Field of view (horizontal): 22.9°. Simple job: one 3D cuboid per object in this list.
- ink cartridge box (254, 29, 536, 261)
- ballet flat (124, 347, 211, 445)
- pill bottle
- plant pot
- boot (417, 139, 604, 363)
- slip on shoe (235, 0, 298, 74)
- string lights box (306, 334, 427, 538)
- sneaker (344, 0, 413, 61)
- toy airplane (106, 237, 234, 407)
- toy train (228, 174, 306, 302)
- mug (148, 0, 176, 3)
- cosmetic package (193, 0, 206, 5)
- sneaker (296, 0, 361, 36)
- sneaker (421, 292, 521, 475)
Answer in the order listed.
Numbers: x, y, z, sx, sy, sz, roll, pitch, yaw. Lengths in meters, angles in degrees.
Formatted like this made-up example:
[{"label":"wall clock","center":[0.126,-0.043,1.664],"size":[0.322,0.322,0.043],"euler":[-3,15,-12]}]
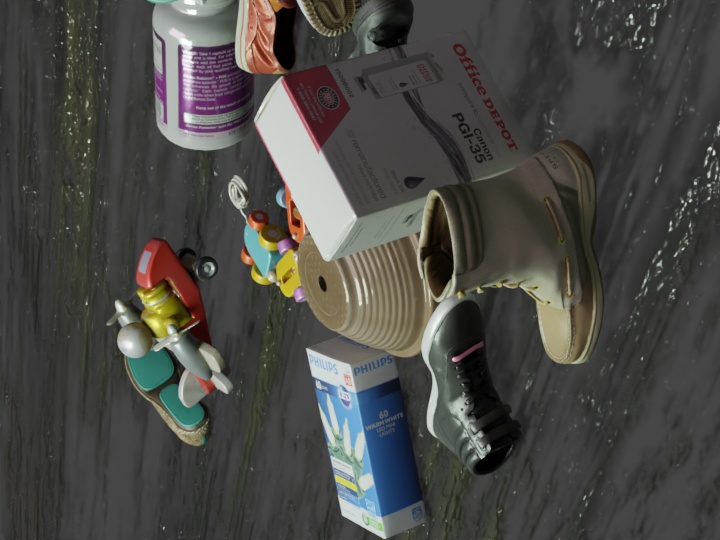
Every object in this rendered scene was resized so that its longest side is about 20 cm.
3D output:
[{"label":"ink cartridge box","center":[0.032,-0.112,1.537],"size":[0.147,0.199,0.083],"euler":[62,148,16]},{"label":"ballet flat","center":[-0.264,0.170,2.439],"size":[0.200,0.070,0.066],"euler":[52,163,39]},{"label":"pill bottle","center":[-0.169,-0.241,1.927],"size":[0.112,0.112,0.201],"euler":[45,144,40]},{"label":"plant pot","center":[0.000,0.000,1.791],"size":[0.201,0.092,0.202],"euler":[40,141,44]},{"label":"boot","center":[0.125,0.004,1.486],"size":[0.072,0.154,0.201],"euler":[31,134,51]},{"label":"slip on shoe","center":[-0.087,-0.290,1.804],"size":[0.061,0.074,0.201],"euler":[17,123,19]},{"label":"string lights box","center":[0.007,0.177,1.931],"size":[0.103,0.059,0.201],"euler":[15,120,60]},{"label":"sneaker","center":[0.028,-0.171,1.664],"size":[0.105,0.060,0.200],"euler":[63,158,18]},{"label":"toy airplane","center":[-0.239,0.083,2.244],"size":[0.200,0.140,0.200],"euler":[58,151,21]},{"label":"toy train","center":[-0.076,-0.048,1.944],"size":[0.200,0.055,0.151],"euler":[14,115,62]},{"label":"mug","center":[-0.163,-0.372,1.789],"size":[0.114,0.153,0.186],"euler":[16,145,4]},{"label":"cosmetic package","center":[-0.114,-0.340,1.571],"size":[0.050,0.201,0.083],"euler":[27,175,-1]},{"label":"sneaker","center":[-0.062,-0.313,1.604],"size":[0.109,0.070,0.201],"euler":[56,170,42]},{"label":"sneaker","center":[0.112,0.112,1.686],"size":[0.099,0.070,0.201],"euler":[44,149,38]}]
